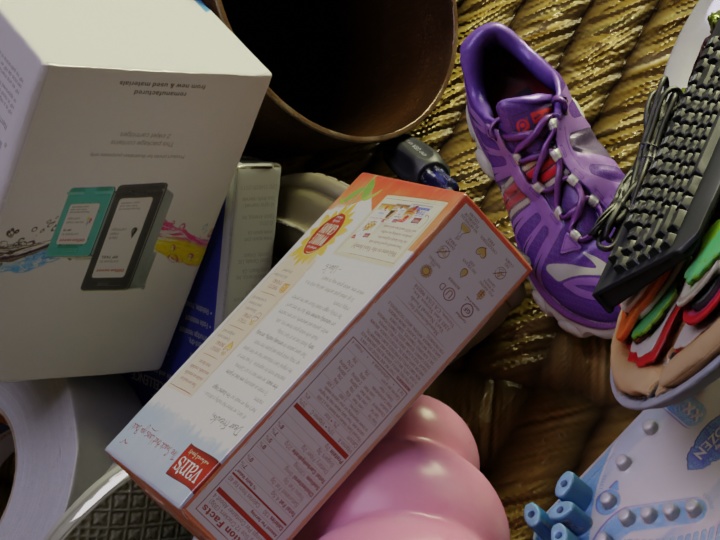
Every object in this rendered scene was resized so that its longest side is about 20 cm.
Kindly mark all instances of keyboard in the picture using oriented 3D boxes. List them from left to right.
[{"bbox_3d":[0.152,-0.063,0.965,0.201,0.021,0.127,-61,10,-32],"label":"keyboard"}]

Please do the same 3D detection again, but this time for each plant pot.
[{"bbox_3d":[-0.074,-0.144,1.254,0.199,0.187,0.188,-19,45,49],"label":"plant pot"}]

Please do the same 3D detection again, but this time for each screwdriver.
[{"bbox_3d":[0.058,-0.037,1.129,0.200,0.029,0.028,43,115,57],"label":"screwdriver"}]

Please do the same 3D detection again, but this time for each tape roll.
[{"bbox_3d":[-0.213,0.135,1.184,0.199,0.066,0.202,-18,60,33],"label":"tape roll"}]

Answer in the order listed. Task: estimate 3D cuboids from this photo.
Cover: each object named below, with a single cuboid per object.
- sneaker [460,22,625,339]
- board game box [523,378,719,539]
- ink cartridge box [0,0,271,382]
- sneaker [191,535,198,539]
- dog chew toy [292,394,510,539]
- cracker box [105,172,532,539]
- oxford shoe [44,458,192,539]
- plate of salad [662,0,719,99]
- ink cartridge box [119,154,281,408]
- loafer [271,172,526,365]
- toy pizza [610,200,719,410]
[{"bbox_3d":[0.098,-0.049,1.063,0.080,0.083,0.201,-32,56,3],"label":"sneaker"},{"bbox_3d":[0.192,0.099,0.924,0.200,0.026,0.200,-46,40,0],"label":"board game box"},{"bbox_3d":[-0.172,-0.061,1.121,0.147,0.145,0.201,48,126,38],"label":"ink cartridge box"},{"bbox_3d":[-0.047,0.184,1.036,0.115,0.076,0.201,35,92,43],"label":"sneaker"},{"bbox_3d":[0.018,0.140,0.974,0.124,0.125,0.201,-25,36,23],"label":"dog chew toy"},{"bbox_3d":[-0.024,0.046,0.995,0.200,0.058,0.134,-47,21,-10],"label":"cracker box"},{"bbox_3d":[-0.094,0.100,1.106,0.200,0.075,0.058,-43,41,-10],"label":"oxford shoe"},{"bbox_3d":[0.222,-0.135,1.046,0.200,0.048,0.201,-38,31,28],"label":"plate of salad"},{"bbox_3d":[-0.126,0.018,1.216,0.197,0.047,0.201,19,107,48],"label":"ink cartridge box"},{"bbox_3d":[0.000,0.000,1.132,0.199,0.076,0.068,16,63,46],"label":"loafer"},{"bbox_3d":[0.168,-0.026,0.914,0.201,0.032,0.200,-54,9,13],"label":"toy pizza"}]
